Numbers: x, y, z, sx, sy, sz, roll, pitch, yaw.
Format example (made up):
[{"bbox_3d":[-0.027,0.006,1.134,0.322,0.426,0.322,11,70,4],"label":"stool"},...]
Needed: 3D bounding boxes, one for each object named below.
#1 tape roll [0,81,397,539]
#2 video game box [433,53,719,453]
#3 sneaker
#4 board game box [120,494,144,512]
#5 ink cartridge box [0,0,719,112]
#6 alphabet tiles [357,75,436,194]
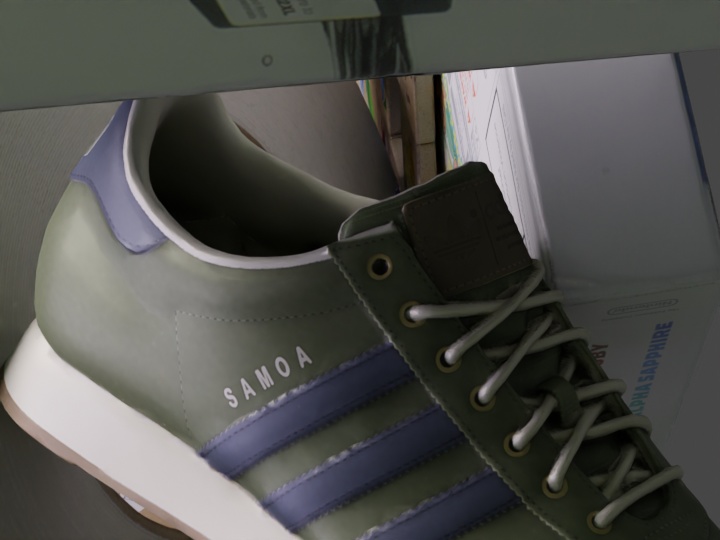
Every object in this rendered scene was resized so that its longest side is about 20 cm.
[{"bbox_3d":[-0.054,0.014,0.634,0.202,0.037,0.204,5,-97,-55],"label":"tape roll"},{"bbox_3d":[0.042,-0.046,0.650,0.182,0.047,0.201,99,163,-65],"label":"video game box"},{"bbox_3d":[0.015,0.024,0.512,0.067,0.200,0.090,-18,-50,-58],"label":"sneaker"},{"bbox_3d":[-0.062,0.086,0.738,0.126,0.034,0.200,104,-169,-53],"label":"board game box"},{"bbox_3d":[-0.023,-0.092,0.462,0.145,0.199,0.084,-109,15,-67],"label":"ink cartridge box"},{"bbox_3d":[0.006,-0.104,0.709,0.167,0.008,0.201,-102,8,-58],"label":"alphabet tiles"}]
